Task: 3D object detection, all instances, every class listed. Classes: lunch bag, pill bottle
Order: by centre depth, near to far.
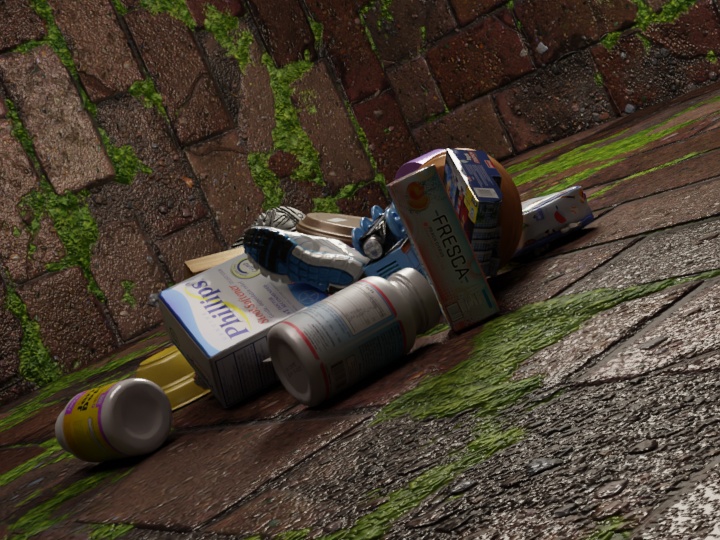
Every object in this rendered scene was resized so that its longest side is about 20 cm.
[{"bbox_3d":[-0.005,0.075,1.319,0.199,0.109,0.109,-27,6,-26],"label":"pill bottle"},{"bbox_3d":[-0.354,0.214,1.527,0.104,0.105,0.199,-29,7,-41],"label":"pill bottle"},{"bbox_3d":[0.271,-0.073,1.703,0.159,0.076,0.200,-24,4,-15],"label":"lunch bag"}]

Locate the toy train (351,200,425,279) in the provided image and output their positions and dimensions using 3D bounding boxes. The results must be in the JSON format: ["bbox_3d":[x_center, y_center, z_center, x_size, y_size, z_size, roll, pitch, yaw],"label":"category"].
[{"bbox_3d":[0.055,-0.040,1.565,0.086,0.115,0.200,-28,10,23],"label":"toy train"}]

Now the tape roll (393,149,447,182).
[{"bbox_3d":[0.142,-0.103,1.863,0.065,0.201,0.200,-28,7,-27],"label":"tape roll"}]

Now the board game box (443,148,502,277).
[{"bbox_3d":[0.152,-0.041,1.522,0.061,0.201,0.200,3,26,-9],"label":"board game box"}]

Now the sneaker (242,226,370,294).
[{"bbox_3d":[-0.073,-0.020,1.577,0.199,0.075,0.087,20,28,8],"label":"sneaker"}]

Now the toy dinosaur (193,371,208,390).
[{"bbox_3d":[-0.161,0.132,1.689,0.198,0.103,0.136,-1,25,10],"label":"toy dinosaur"}]

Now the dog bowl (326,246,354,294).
[{"bbox_3d":[0.000,0.000,1.694,0.199,0.074,0.200,7,4,0],"label":"dog bowl"}]

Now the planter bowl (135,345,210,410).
[{"bbox_3d":[-0.312,0.174,1.820,0.199,0.084,0.200,-24,5,2],"label":"planter bowl"}]

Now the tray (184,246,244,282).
[{"bbox_3d":[-0.178,0.012,1.704,0.199,0.099,0.037,-17,40,-30],"label":"tray"}]

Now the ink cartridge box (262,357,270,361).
[{"bbox_3d":[-0.012,0.095,1.488,0.200,0.057,0.162,-32,9,-31],"label":"ink cartridge box"}]

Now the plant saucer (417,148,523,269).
[{"bbox_3d":[0.146,-0.081,1.632,0.199,0.201,0.037,-20,-3,34],"label":"plant saucer"}]

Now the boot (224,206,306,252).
[{"bbox_3d":[-0.177,-0.002,1.835,0.200,0.076,0.169,-43,-16,-40],"label":"boot"}]

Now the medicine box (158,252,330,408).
[{"bbox_3d":[-0.165,0.075,1.599,0.199,0.103,0.182,-26,42,-22],"label":"medicine box"}]

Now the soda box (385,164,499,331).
[{"bbox_3d":[0.101,-0.028,1.347,0.063,0.201,0.068,-24,5,-2],"label":"soda box"}]

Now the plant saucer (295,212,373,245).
[{"bbox_3d":[-0.006,-0.065,1.762,0.199,0.030,0.200,8,10,-1],"label":"plant saucer"}]
